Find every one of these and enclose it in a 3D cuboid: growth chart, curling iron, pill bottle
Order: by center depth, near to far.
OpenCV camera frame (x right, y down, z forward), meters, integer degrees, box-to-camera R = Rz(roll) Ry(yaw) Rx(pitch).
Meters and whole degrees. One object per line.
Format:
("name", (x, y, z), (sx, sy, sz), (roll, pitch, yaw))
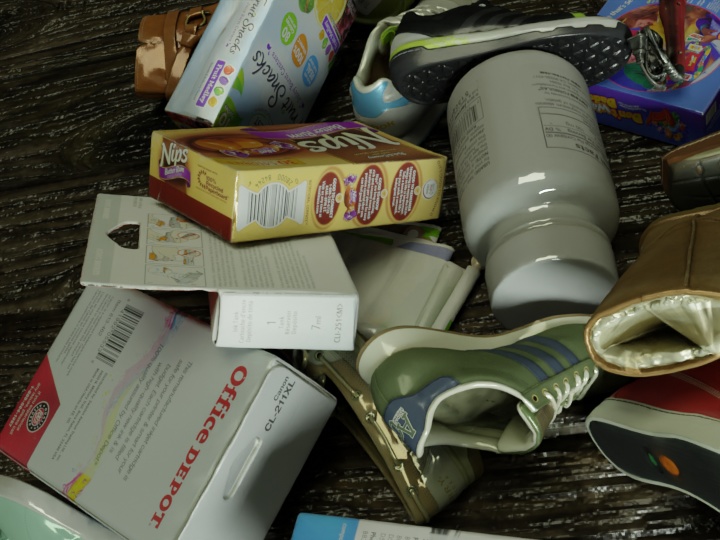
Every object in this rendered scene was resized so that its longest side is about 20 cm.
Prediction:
("pill bottle", (0.128, -0.057, 0.816), (0.114, 0.115, 0.201), (-12, 50, 10))
("growth chart", (0.000, 0.000, 0.874), (0.199, 0.018, 0.145), (20, 56, 31))
("curling iron", (0.247, -0.218, 0.891), (0.026, 0.050, 0.200), (-27, 31, 41))

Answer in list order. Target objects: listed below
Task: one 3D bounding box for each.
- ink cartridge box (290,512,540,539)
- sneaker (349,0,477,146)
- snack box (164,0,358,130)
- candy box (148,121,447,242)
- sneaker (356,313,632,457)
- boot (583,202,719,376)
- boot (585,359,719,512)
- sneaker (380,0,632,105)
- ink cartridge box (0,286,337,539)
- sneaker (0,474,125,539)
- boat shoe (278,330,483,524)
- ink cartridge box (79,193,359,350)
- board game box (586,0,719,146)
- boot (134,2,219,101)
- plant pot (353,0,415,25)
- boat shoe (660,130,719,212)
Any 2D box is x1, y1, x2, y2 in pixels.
("ink cartridge box", (0.063, 0.202, 0.630), (0.199, 0.116, 0.067), (2, 53, 21))
("sneaker", (0.054, -0.197, 0.977), (0.076, 0.081, 0.200), (9, 55, 27))
("snack box", (-0.077, -0.181, 0.938), (0.053, 0.142, 0.201), (19, 76, 21))
("candy box", (-0.045, -0.071, 0.843), (0.199, 0.057, 0.117), (-10, 26, -39))
("sneaker", (0.102, 0.081, 0.705), (0.199, 0.067, 0.090), (-1, 37, -19))
("boot", (0.241, -0.001, 0.691), (0.175, 0.066, 0.200), (-21, 7, 26))
("boot", (0.243, 0.076, 0.658), (0.144, 0.073, 0.200), (-38, 20, -15))
("sneaker", (0.114, -0.190, 0.883), (0.199, 0.072, 0.083), (-4, 59, 7))
("ink cartridge box", (-0.137, 0.106, 0.765), (0.200, 0.083, 0.146), (21, 77, 39))
("sneaker", (-0.225, 0.217, 0.749), (0.200, 0.074, 0.118), (17, 63, 31))
("boat shoe", (-0.004, 0.093, 0.772), (0.063, 0.073, 0.201), (-39, 58, -19))
("ink cartridge box", (-0.101, -0.003, 0.776), (0.173, 0.044, 0.200), (2, 20, -10))
("board game box", (0.269, -0.199, 0.926), (0.134, 0.045, 0.200), (23, 63, 32))
("boot", (-0.134, -0.243, 1.087), (0.155, 0.077, 0.201), (0, 65, 13))
("plant pot", (0.027, -0.338, 1.048), (0.186, 0.187, 0.201), (7, 64, 24))
("boat shoe", (0.317, -0.091, 0.811), (0.199, 0.076, 0.074), (-10, 44, 1))
